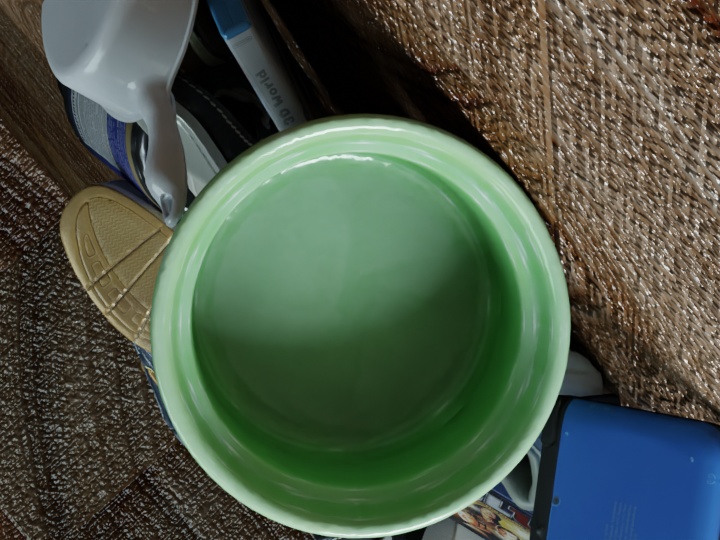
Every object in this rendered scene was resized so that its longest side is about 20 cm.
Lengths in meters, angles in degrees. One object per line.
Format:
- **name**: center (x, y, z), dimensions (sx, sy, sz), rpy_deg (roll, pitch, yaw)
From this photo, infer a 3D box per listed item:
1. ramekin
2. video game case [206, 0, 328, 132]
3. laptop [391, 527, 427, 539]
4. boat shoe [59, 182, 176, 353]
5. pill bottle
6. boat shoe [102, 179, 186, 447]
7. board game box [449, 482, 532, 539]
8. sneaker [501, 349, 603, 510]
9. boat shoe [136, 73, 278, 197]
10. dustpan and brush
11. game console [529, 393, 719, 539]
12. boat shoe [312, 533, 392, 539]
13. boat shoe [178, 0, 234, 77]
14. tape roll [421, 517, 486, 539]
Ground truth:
- **ramekin**: center (-0.005, 0.021, 1.357), dimensions (0.200, 0.200, 0.098), rpy_deg (50, 179, -11)
- **video game case**: center (-0.040, -0.096, 1.464), dimensions (0.200, 0.018, 0.143), rpy_deg (58, -175, -42)
- **laptop**: center (0.079, 0.190, 1.766), dimensions (0.103, 0.199, 0.178), rpy_deg (-36, 63, 49)
- **boat shoe**: center (-0.091, 0.018, 1.641), dimensions (0.200, 0.071, 0.069), rpy_deg (43, -155, -9)
- **pill bottle**: center (-0.111, -0.102, 1.663), dimensions (0.112, 0.112, 0.200), rpy_deg (53, 172, -28)
- **boat shoe**: center (-0.115, 0.041, 1.711), dimensions (0.201, 0.071, 0.091), rpy_deg (54, 152, -3)
- **board game box**: center (0.077, 0.122, 1.569), dimensions (0.199, 0.035, 0.136), rpy_deg (31, 166, 4)
- **sneaker**: center (0.034, 0.063, 1.446), dimensions (0.199, 0.100, 0.078), rpy_deg (23, 152, -18)
- **boat shoe**: center (-0.065, -0.065, 1.498), dimensions (0.074, 0.060, 0.200), rpy_deg (39, 173, 25)
- **dustpan and brush**: center (-0.110, -0.107, 1.390), dimensions (0.057, 0.140, 0.201), rpy_deg (20, -133, -24)
- **game console**: center (0.139, 0.167, 1.397), dimensions (0.118, 0.201, 0.170), rpy_deg (6, -178, -43)
- **boat shoe**: center (0.015, 0.117, 1.796), dimensions (0.075, 0.200, 0.061), rpy_deg (-14, 113, 31)
- **boat shoe**: center (-0.116, -0.145, 1.531), dimensions (0.076, 0.074, 0.200), rpy_deg (56, -176, -16)
- **tape roll**: center (0.119, 0.213, 1.673), dimensions (0.203, 0.203, 0.037), rpy_deg (50, 128, -5)
